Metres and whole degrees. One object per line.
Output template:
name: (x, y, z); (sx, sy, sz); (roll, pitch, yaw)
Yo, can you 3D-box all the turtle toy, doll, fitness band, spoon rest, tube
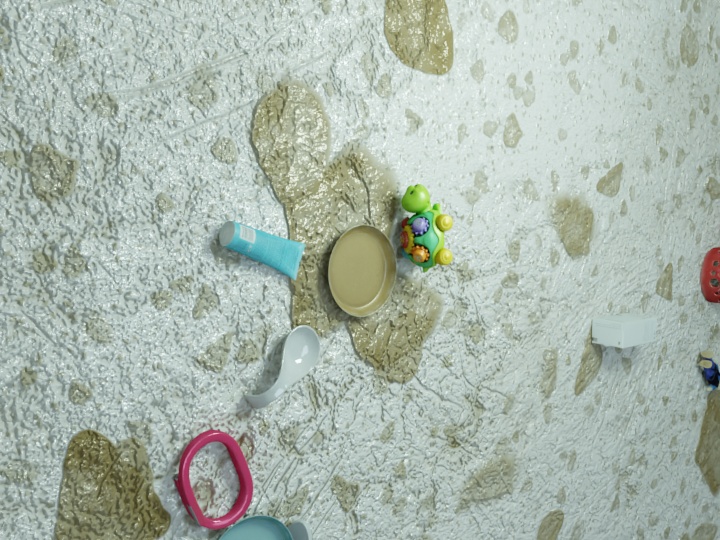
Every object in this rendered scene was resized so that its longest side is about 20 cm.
turtle toy: (0.142, -0.096, 1.741); (0.099, 0.145, 0.205); (-2, 95, -17)
doll: (1.289, 0.381, 2.784); (0.200, 0.048, 0.138); (48, 55, -39)
fitness band: (-0.285, 0.411, 1.486); (0.143, 0.037, 0.204); (-32, 114, -36)
spoon rest: (-0.151, 0.201, 1.560); (0.201, 0.060, 0.100); (-50, 122, -24)
tube: (-0.190, -0.045, 1.518); (0.198, 0.050, 0.079); (23, 84, -44)

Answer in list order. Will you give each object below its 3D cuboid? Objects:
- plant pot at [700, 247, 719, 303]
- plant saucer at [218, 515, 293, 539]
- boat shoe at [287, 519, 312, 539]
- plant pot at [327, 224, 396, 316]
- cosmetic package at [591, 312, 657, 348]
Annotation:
plant pot: (1.346, 0.024, 2.718); (0.198, 0.181, 0.205); (-7, 100, -39)
plant saucer: (-0.225, 0.594, 1.544); (0.197, 0.027, 0.205); (-4, 98, -33)
boat shoe: (-0.126, 0.629, 1.624); (0.070, 0.069, 0.205); (2, 89, -66)
plant pot: (0.000, 0.000, 1.690); (0.197, 0.027, 0.205); (-4, 96, -39)
cosmetic package: (0.809, 0.183, 2.327); (0.197, 0.112, 0.083); (-2, 96, -42)
